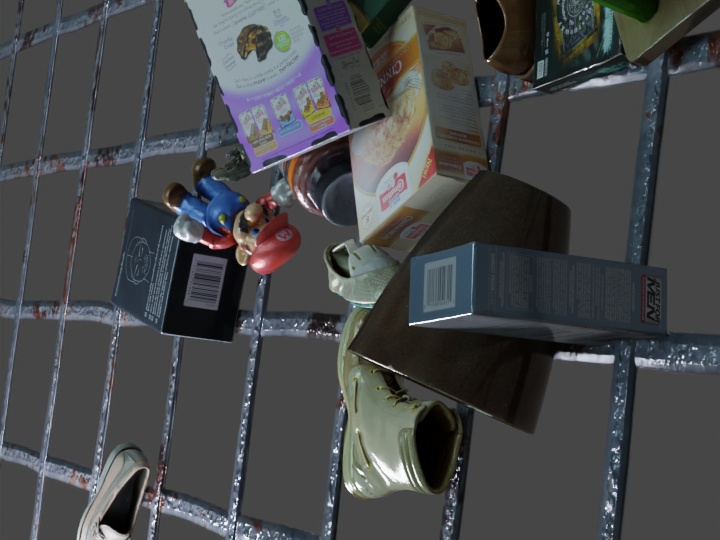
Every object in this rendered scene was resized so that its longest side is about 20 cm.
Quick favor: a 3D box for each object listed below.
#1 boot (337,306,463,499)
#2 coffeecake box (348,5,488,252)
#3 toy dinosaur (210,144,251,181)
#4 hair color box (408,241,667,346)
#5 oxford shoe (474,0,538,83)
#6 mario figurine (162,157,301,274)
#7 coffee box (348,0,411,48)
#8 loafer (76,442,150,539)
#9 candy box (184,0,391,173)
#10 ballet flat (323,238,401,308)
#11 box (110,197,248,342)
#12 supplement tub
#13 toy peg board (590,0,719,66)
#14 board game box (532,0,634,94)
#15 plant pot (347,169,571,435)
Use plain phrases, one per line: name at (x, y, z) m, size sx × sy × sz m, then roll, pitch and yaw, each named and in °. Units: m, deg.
boot at (0.040, 0.129, 1.683) m, size 0.155 × 0.072 × 0.203 m, roll -15°, pitch 71°, yaw 60°
coffeecake box at (0.055, -0.146, 1.736) m, size 0.153 × 0.072 × 0.202 m, roll -41°, pitch 49°, yaw 48°
toy dinosaur at (-0.119, -0.165, 2.007) m, size 0.088 × 0.048 × 0.200 m, roll -2°, pitch 43°, yaw 55°
hair color box at (0.149, 0.022, 1.384) m, size 0.099 × 0.198 × 0.061 m, roll -13°, pitch 72°, yaw 59°
oxford shoe at (0.145, -0.286, 1.619) m, size 0.071 × 0.071 × 0.202 m, roll -35°, pitch 51°, yaw 54°
mario figurine at (-0.151, -0.076, 2.017) m, size 0.199 × 0.106 × 0.124 m, roll 31°, pitch 100°, yaw 33°
coffee box at (0.027, -0.347, 1.742) m, size 0.123 × 0.044 × 0.200 m, roll 43°, pitch 94°, yaw 22°
loafer at (-0.345, 0.344, 2.329) m, size 0.063 × 0.071 × 0.202 m, roll 32°, pitch 107°, yaw 52°
candy box at (-0.077, -0.224, 1.733) m, size 0.167 × 0.071 × 0.202 m, roll -17°, pitch 95°, yaw 46°
ballet flat at (0.000, 0.000, 1.767) m, size 0.063 × 0.067 × 0.200 m, roll 69°, pitch 163°, yaw -10°
box at (-0.238, -0.002, 2.190) m, size 0.200 × 0.106 × 0.150 m, roll 23°, pitch 102°, yaw 60°
supplement tub at (-0.044, -0.133, 1.876) m, size 0.108 × 0.106 × 0.201 m, roll -65°, pitch 33°, yaw 27°
toy peg board at (0.247, -0.315, 1.378) m, size 0.199 × 0.097 × 0.202 m, roll -39°, pitch 51°, yaw 41°
board game box at (0.212, -0.276, 1.533) m, size 0.135 × 0.028 × 0.203 m, roll -14°, pitch 70°, yaw 59°
plant pot at (0.112, 0.020, 1.507) m, size 0.186 × 0.186 × 0.202 m, roll 18°, pitch 83°, yaw 61°
